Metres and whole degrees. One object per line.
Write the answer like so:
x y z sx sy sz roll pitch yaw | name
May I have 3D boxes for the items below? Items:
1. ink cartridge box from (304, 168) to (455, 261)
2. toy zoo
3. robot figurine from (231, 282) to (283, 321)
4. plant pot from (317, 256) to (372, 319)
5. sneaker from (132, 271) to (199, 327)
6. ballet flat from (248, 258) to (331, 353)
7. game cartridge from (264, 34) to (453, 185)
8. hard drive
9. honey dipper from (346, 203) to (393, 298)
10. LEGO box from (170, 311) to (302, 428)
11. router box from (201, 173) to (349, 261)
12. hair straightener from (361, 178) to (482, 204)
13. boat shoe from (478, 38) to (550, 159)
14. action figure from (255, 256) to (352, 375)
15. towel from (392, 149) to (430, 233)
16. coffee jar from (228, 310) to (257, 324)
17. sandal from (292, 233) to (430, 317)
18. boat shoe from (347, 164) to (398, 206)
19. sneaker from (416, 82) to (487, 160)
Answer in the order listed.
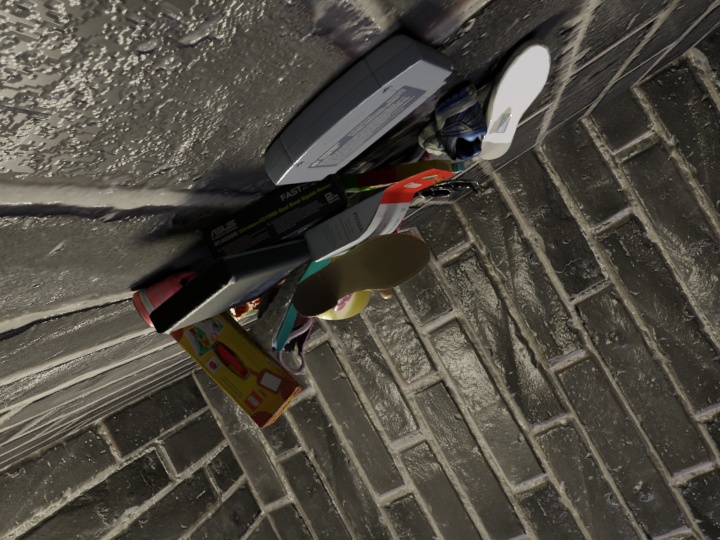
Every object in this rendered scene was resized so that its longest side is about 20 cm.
0.038 -0.078 0.738 0.197 0.048 0.160 -23 179 22 | ink cartridge box
0.063 -0.148 0.814 0.195 0.021 0.131 -7 -174 20 | toy zoo
-0.155 0.005 0.921 0.197 0.059 0.146 -28 142 -1 | robot figurine
-0.052 -0.027 1.050 0.198 0.200 0.143 -28 153 -38 | plant pot
-0.265 0.041 0.820 0.086 0.075 0.200 -32 177 7 | sneaker
-0.109 0.025 0.794 0.203 0.071 0.072 -62 180 -5 | ballet flat
-0.005 -0.158 0.536 0.198 0.041 0.133 -33 180 29 | game cartridge
-0.154 0.015 0.676 0.138 0.033 0.199 -33 176 24 | hard drive
0.000 -0.042 0.883 0.037 0.203 0.038 -28 178 -1 | honey dipper
-0.189 0.146 0.828 0.077 0.200 0.149 -46 173 -11 | LEGO box
-0.119 -0.058 0.750 0.198 0.063 0.150 -31 176 -13 | router box
0.095 -0.120 0.837 0.195 0.042 0.077 -2 -173 13 | hair straightener
0.218 -0.259 0.778 0.070 0.070 0.202 -5 147 -6 | boat shoe
-0.074 0.044 0.855 0.198 0.134 0.150 -31 -139 11 | action figure
0.070 -0.112 0.961 0.145 0.022 0.203 140 -26 -81 | towel
-0.249 0.056 1.103 0.198 0.087 0.104 -34 171 28 | coffee jar
-0.002 -0.005 0.758 0.208 0.079 0.070 -25 -162 11 | sandal
0.000 -0.114 0.926 0.199 0.073 0.062 -39 -172 4 | boat shoe
0.144 -0.204 0.812 0.076 0.086 0.200 -30 178 -3 | sneaker
